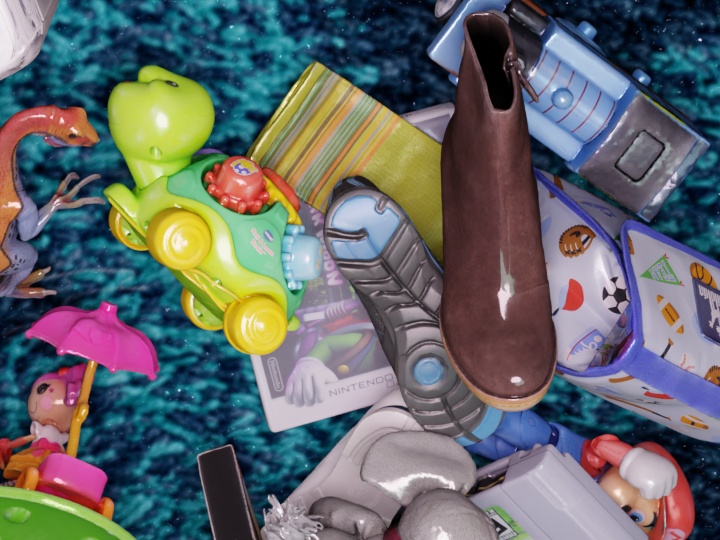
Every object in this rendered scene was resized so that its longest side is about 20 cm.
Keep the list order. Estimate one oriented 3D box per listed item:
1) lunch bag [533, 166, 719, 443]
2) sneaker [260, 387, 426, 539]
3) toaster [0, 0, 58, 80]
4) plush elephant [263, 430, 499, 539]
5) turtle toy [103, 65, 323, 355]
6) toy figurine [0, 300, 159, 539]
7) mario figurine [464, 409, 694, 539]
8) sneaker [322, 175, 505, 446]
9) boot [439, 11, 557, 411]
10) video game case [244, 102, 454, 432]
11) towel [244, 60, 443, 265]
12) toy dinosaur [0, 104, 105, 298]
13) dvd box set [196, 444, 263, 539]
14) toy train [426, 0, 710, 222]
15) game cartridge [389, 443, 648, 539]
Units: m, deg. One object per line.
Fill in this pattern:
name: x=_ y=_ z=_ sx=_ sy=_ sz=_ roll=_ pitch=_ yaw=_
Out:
lunch bag: x=0.181 y=0.032 z=1.344 sx=0.169 sy=0.200 sz=0.124 roll=26 pitch=103 yaw=-34
sneaker: x=0.000 y=0.153 z=1.447 sx=0.076 sy=0.081 sz=0.200 roll=40 pitch=124 yaw=-5
toaster: x=-0.281 y=-0.160 z=1.255 sx=0.198 sy=0.129 sz=0.114 roll=-21 pitch=112 yaw=-1
plush elephant: x=0.027 y=0.199 z=1.322 sx=0.153 sy=0.166 sz=0.201 roll=-11 pitch=138 yaw=1
turtle toy: x=-0.098 y=-0.038 z=1.313 sx=0.101 sy=0.146 sz=0.200 roll=-44 pitch=110 yaw=-10
toy figurine: x=-0.200 y=0.115 z=1.358 sx=0.149 sy=0.185 sz=0.200 roll=25 pitch=144 yaw=-18
mario figurine: x=0.149 y=0.156 z=1.453 sx=0.199 sy=0.123 sz=0.107 roll=24 pitch=93 yaw=-13
sneaker: x=0.039 y=0.023 z=1.354 sx=0.073 sy=0.082 sz=0.201 roll=-25 pitch=108 yaw=4
boot: x=0.079 y=-0.035 z=1.237 sx=0.072 sy=0.201 sz=0.167 roll=-6 pitch=139 yaw=-1
video game case: x=0.000 y=0.000 z=1.418 sx=0.180 sy=0.023 sz=0.202 roll=-15 pitch=112 yaw=-4
towel: x=0.024 y=-0.056 z=1.380 sx=0.199 sy=0.018 sz=0.086 roll=32 pitch=104 yaw=-19
toy dinosaur: x=-0.223 y=-0.029 z=1.296 sx=0.104 sy=0.182 sz=0.202 roll=17 pitch=65 yaw=-6
dvd box set: x=-0.066 y=0.241 z=1.403 sx=0.029 sy=0.147 sz=0.201 roll=-17 pitch=120 yaw=-3
toy train: x=0.135 y=-0.120 z=1.347 sx=0.199 sy=0.114 sz=0.087 roll=34 pitch=101 yaw=-19
game cartridge: x=0.100 y=0.203 z=1.454 sx=0.199 sy=0.041 sz=0.133 roll=-29 pitch=119 yaw=37
